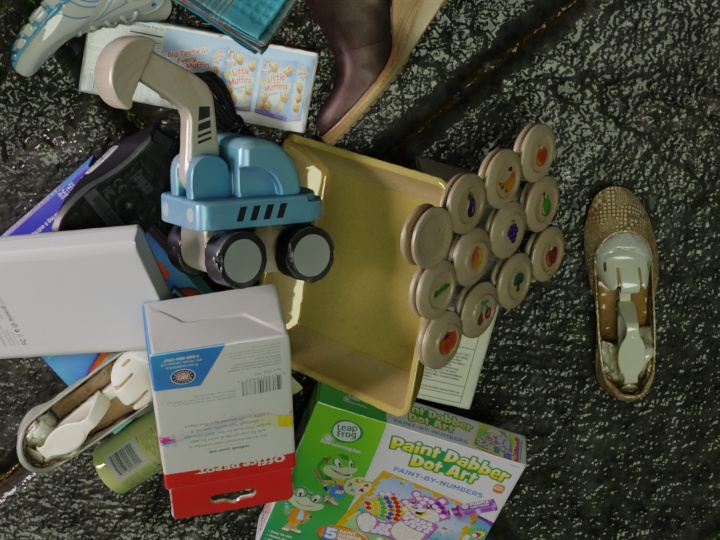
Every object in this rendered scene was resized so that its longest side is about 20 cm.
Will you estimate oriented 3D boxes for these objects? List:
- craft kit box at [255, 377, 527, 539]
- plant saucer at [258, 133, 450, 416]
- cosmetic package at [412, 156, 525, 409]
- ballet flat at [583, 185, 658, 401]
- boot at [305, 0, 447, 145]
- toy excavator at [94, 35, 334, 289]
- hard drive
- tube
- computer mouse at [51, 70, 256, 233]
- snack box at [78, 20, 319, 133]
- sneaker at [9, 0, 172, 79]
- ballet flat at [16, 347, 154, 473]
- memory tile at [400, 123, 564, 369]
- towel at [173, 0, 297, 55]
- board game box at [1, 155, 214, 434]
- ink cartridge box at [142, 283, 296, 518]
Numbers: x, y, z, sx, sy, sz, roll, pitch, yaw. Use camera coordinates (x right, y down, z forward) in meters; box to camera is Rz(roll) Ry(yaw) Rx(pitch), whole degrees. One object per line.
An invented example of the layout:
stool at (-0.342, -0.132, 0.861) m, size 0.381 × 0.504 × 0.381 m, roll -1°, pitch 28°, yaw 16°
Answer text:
craft kit box at (0.025, 0.203, 1.371) m, size 0.198 × 0.049 × 0.199 m, roll 17°, pitch 123°, yaw -8°
plant saucer at (0.000, 0.000, 1.291) m, size 0.048 × 0.199 × 0.202 m, roll -2°, pitch 106°, yaw -47°
cosmetic package at (0.073, 0.011, 1.336) m, size 0.104 × 0.071 × 0.202 m, roll 14°, pitch 105°, yaw -7°
ballet flat at (0.241, 0.026, 1.353) m, size 0.070 × 0.065 × 0.202 m, roll -9°, pitch 106°, yaw 0°
boot at (-0.025, -0.227, 1.265) m, size 0.166 × 0.072 × 0.201 m, roll 34°, pitch 93°, yaw -3°
toy excavator at (-0.122, -0.090, 1.229) m, size 0.193 × 0.100 × 0.202 m, roll -5°, pitch 100°, yaw -31°
hard drive at (-0.259, 0.022, 1.257) m, size 0.198 × 0.026 × 0.132 m, roll -5°, pitch 137°, yaw 13°
tube at (-0.151, 0.132, 1.353) m, size 0.199 × 0.058 × 0.052 m, roll -34°, pitch 69°, yaw 18°
computer mouse at (-0.167, -0.066, 1.287) m, size 0.200 × 0.046 × 0.141 m, roll -47°, pitch 126°, yaw -6°
snack box at (-0.139, -0.173, 1.295) m, size 0.198 × 0.024 × 0.073 m, roll 10°, pitch 104°, yaw -6°
sneaker at (-0.204, -0.224, 1.236) m, size 0.087 × 0.075 × 0.200 m, roll 43°, pitch 87°, yaw -17°
ballet flat at (-0.215, 0.112, 1.307) m, size 0.199 × 0.064 × 0.068 m, roll -35°, pitch 106°, yaw 7°
memory tile at (0.106, -0.022, 1.238) m, size 0.200 × 0.017 × 0.154 m, roll -36°, pitch 130°, yaw -36°
towel at (-0.089, -0.293, 1.211) m, size 0.146 × 0.022 × 0.201 m, roll 31°, pitch 78°, yaw 1°
board game box at (-0.228, 0.024, 1.337) m, size 0.152 × 0.045 × 0.200 m, roll -40°, pitch 105°, yaw 8°
ink cartridge box at (-0.117, 0.115, 1.274) m, size 0.115 × 0.068 × 0.201 m, roll -8°, pitch 131°, yaw -10°
